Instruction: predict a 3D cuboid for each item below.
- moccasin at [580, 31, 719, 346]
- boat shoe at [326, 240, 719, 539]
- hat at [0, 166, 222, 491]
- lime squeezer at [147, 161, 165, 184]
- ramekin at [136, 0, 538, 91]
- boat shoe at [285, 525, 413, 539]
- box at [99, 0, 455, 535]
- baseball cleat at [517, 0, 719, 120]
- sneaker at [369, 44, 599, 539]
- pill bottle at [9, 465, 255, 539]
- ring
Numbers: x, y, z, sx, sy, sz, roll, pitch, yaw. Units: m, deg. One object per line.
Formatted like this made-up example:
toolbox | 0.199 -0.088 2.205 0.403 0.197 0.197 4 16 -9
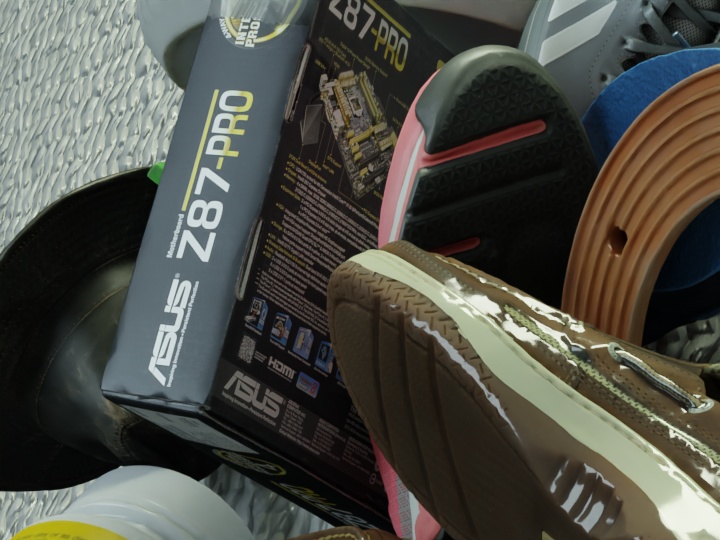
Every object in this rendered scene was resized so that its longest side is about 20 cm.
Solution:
moccasin | 0.102 -0.025 0.848 0.200 0.068 0.081 -36 67 62
boat shoe | 0.073 0.053 0.737 0.202 0.075 0.075 43 145 36
hat | -0.092 0.049 1.194 0.081 0.200 0.201 47 121 30
lime squeezer | -0.023 -0.061 1.222 0.200 0.070 0.038 -49 -18 -53
ramekin | 0.007 -0.122 1.023 0.200 0.200 0.105 153 122 -61
boat shoe | -0.057 0.130 0.873 0.200 0.067 0.072 -32 36 42
box | 0.000 0.000 0.934 0.049 0.200 0.162 9 76 32
baseball cleat | 0.109 -0.102 0.916 0.106 0.070 0.201 3 76 68
sneaker | 0.026 0.021 0.861 0.087 0.074 0.201 -140 44 -57
pill bottle | -0.124 0.171 1.099 0.114 0.114 0.200 -52 -2 40
ring | 0.120 0.041 0.744 0.200 0.019 0.201 19 112 56
